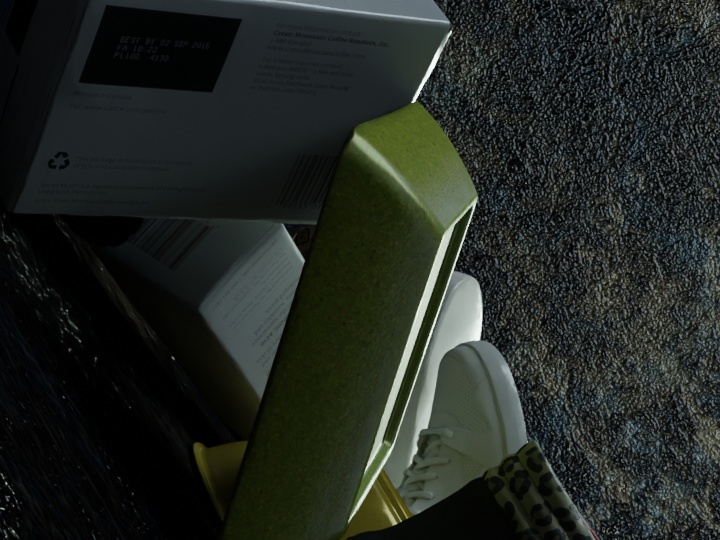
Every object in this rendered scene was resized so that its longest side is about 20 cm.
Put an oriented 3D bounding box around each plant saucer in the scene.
[{"bbox_3d":[0.003,0.030,0.763,0.048,0.200,0.200,19,12,6],"label":"plant saucer"}]

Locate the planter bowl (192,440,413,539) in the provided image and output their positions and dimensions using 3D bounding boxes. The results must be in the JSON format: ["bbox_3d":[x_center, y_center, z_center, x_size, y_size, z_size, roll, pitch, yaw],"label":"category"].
[{"bbox_3d":[-0.004,0.159,0.915,0.201,0.083,0.200,59,-1,1],"label":"planter bowl"}]

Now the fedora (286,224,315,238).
[{"bbox_3d":[-0.108,-0.049,1.146,0.200,0.090,0.177,32,25,13],"label":"fedora"}]

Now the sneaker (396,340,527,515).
[{"bbox_3d":[0.038,0.141,1.032,0.074,0.115,0.201,161,-70,-63],"label":"sneaker"}]

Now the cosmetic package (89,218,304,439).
[{"bbox_3d":[-0.064,0.035,0.979,0.102,0.074,0.200,31,-18,37],"label":"cosmetic package"}]

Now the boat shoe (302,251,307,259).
[{"bbox_3d":[0.000,0.000,1.083,0.073,0.075,0.200,38,2,-12],"label":"boat shoe"}]

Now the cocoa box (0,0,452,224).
[{"bbox_3d":[-0.085,-0.115,0.828,0.200,0.134,0.131,0,41,-36],"label":"cocoa box"}]

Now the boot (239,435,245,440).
[{"bbox_3d":[-0.038,0.128,1.269,0.200,0.073,0.090,56,2,-45],"label":"boot"}]

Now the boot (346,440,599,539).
[{"bbox_3d":[0.064,0.194,0.792,0.204,0.154,0.073,60,1,-8],"label":"boot"}]

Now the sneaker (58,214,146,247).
[{"bbox_3d":[-0.158,-0.101,0.919,0.200,0.090,0.078,59,-1,32],"label":"sneaker"}]

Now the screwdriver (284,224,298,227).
[{"bbox_3d":[-0.018,-0.040,1.059,0.028,0.200,0.029,27,-55,56],"label":"screwdriver"}]

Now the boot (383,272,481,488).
[{"bbox_3d":[0.013,0.090,1.133,0.090,0.200,0.073,18,4,31],"label":"boot"}]

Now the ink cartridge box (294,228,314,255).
[{"bbox_3d":[-0.015,-0.014,1.267,0.165,0.075,0.200,36,45,-47],"label":"ink cartridge box"}]
